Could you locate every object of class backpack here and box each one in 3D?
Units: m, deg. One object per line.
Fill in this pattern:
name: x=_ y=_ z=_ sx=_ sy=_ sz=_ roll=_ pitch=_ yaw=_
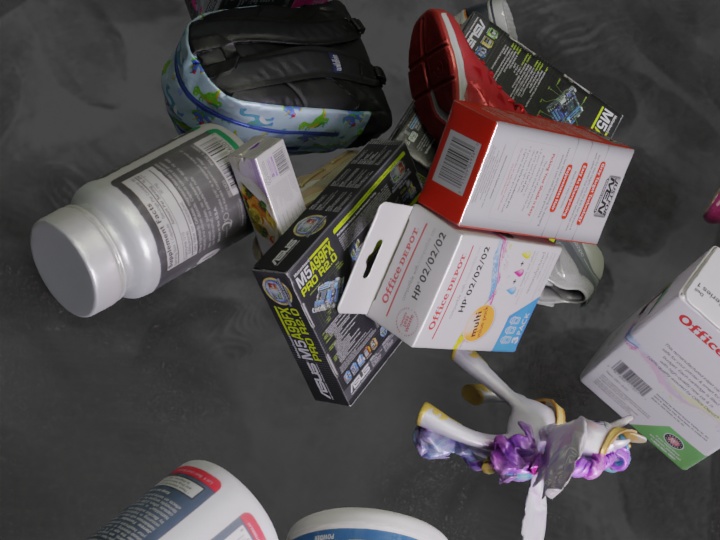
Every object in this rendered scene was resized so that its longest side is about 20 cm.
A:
backpack: x=-0.094 y=-0.184 z=1.472 sx=0.200 sy=0.154 sz=0.163 roll=-1 pitch=61 yaw=-49

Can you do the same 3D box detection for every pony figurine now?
pony figurine: x=0.151 y=0.165 z=1.378 sx=0.200 sy=0.167 sz=0.193 roll=23 pitch=42 yaw=9

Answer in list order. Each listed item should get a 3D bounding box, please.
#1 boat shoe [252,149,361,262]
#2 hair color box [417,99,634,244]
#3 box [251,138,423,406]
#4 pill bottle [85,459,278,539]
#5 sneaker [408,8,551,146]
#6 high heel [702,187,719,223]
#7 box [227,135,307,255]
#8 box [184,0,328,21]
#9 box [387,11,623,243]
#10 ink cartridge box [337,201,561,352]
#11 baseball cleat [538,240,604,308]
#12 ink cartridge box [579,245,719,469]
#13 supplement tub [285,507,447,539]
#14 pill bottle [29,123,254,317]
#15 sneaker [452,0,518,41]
boat shoe: x=-0.042 y=-0.060 z=1.464 sx=0.065 sy=0.072 sz=0.200 roll=17 pitch=43 yaw=36
hair color box: x=0.154 y=-0.087 z=1.372 sx=0.200 sy=0.102 sz=0.061 roll=7 pitch=19 yaw=-44
box: x=0.000 y=0.000 z=1.387 sx=0.200 sy=0.044 sz=0.160 roll=-50 pitch=130 yaw=-34
pill bottle: x=-0.171 y=0.251 z=1.183 sx=0.120 sy=0.120 sz=0.200 roll=48 pitch=54 yaw=8
sneaker: x=0.122 y=-0.159 z=1.455 sx=0.115 sy=0.078 sz=0.200 roll=-11 pitch=86 yaw=-33
high heel: x=0.465 y=-0.075 z=1.701 sx=0.096 sy=0.067 sz=0.200 roll=45 pitch=40 yaw=18
box: x=-0.067 y=-0.026 z=1.368 sx=0.041 sy=0.039 sz=0.200 roll=-40 pitch=124 yaw=-34
box: x=-0.094 y=-0.334 z=1.510 sx=0.132 sy=0.200 sz=0.115 roll=-8 pitch=64 yaw=-28
box: x=0.144 y=-0.134 z=1.512 sx=0.193 sy=0.048 sz=0.200 roll=35 pitch=60 yaw=-8
ink cartridge box: x=0.083 y=0.009 z=1.370 sx=0.200 sy=0.115 sz=0.068 roll=5 pitch=22 yaw=-48
baseball cleat: x=0.162 y=-0.037 z=1.531 sx=0.200 sy=0.070 sz=0.106 roll=33 pitch=44 yaw=-4
ink cartridge box: x=0.329 y=0.088 z=1.457 sx=0.145 sy=0.200 sz=0.084 roll=41 pitch=55 yaw=2
supplement tub: x=0.000 y=0.308 z=1.212 sx=0.145 sy=0.145 sz=0.200 roll=17 pitch=56 yaw=-15
pill bottle: x=-0.189 y=-0.045 z=1.351 sx=0.200 sy=0.113 sz=0.113 roll=-32 pitch=78 yaw=-35
sneaker: x=0.142 y=-0.189 z=1.616 sx=0.079 sy=0.078 sz=0.200 roll=-15 pitch=79 yaw=15
